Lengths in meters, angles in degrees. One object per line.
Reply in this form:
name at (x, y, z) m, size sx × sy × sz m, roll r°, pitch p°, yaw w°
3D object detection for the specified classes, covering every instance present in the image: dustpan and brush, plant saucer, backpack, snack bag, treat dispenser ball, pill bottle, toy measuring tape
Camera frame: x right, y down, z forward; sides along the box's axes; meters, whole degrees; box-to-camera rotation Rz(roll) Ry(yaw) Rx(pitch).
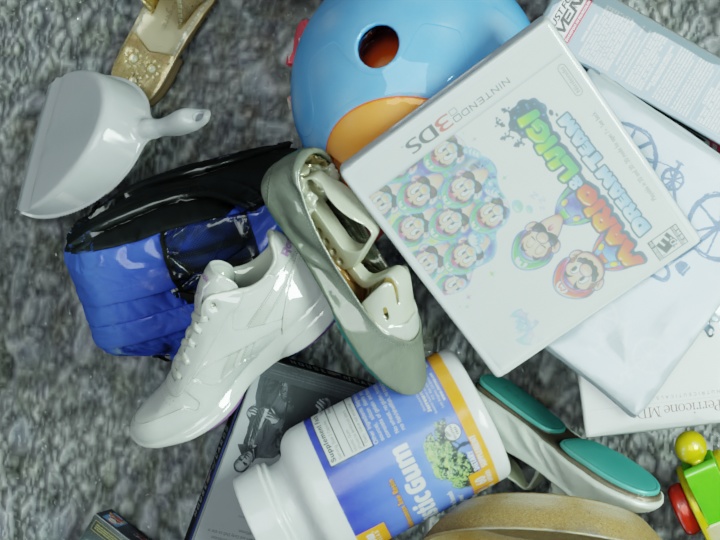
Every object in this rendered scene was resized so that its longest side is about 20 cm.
dustpan and brush at (-0.206, -0.118, 1.238) m, size 0.199 × 0.057 × 0.141 m, roll -14°, pitch 59°, yaw 46°
plant saucer at (0.145, 0.205, 1.116) m, size 0.198 × 0.201 × 0.036 m, roll 1°, pitch 67°, yaw 13°
backpack at (-0.137, 0.002, 1.203) m, size 0.197 × 0.163 × 0.170 m, roll -11°, pitch 104°, yaw 10°
snack bag at (0.192, -0.017, 1.080) m, size 0.188 × 0.021 × 0.201 m, roll 36°, pitch 99°, yaw 14°
treat dispenser ball at (0.045, -0.139, 1.122) m, size 0.198 × 0.201 × 0.204 m, roll -1°, pitch 86°, yaw 13°
pill bottle at (0.006, 0.153, 1.124) m, size 0.198 × 0.112 × 0.113 m, roll -28°, pitch 81°, yaw -2°
toy measuring tape at (0.296, 0.210, 1.152) m, size 0.073 × 0.074 × 0.201 m, roll -26°, pitch 104°, yaw 10°

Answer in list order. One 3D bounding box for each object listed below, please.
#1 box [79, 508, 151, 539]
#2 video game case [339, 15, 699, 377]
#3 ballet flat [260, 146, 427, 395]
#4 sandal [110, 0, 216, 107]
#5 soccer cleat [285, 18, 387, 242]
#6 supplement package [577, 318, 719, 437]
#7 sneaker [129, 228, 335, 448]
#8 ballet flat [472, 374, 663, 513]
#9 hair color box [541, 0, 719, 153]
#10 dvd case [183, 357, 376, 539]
box at (-0.183, 0.323, 1.257) m, size 0.199 × 0.038 × 0.137 m, roll 34°, pitch 95°, yaw 13°
video game case at (0.114, -0.048, 1.037) m, size 0.181 × 0.024 × 0.201 m, roll -35°, pitch 107°, yaw 13°
ballet flat at (0.000, 0.000, 1.059) m, size 0.063 × 0.067 × 0.201 m, roll -32°, pitch 93°, yaw 39°
sandal at (-0.170, -0.248, 1.272) m, size 0.077 × 0.070 × 0.214 m, roll 22°, pitch 92°, yaw 13°
soccer cleat at (-0.011, -0.120, 1.239) m, size 0.076 × 0.067 × 0.202 m, roll -10°, pitch 77°, yaw -20°
supplement package at (0.223, 0.023, 1.140) m, size 0.115 × 0.117 × 0.203 m, roll -8°, pitch 85°, yaw 12°
sneaker at (-0.109, 0.050, 1.100) m, size 0.200 × 0.075 × 0.100 m, roll -42°, pitch 113°, yaw 3°
ballet flat at (0.156, 0.154, 1.154) m, size 0.199 × 0.069 × 0.070 m, roll 33°, pitch 95°, yaw 41°
hair color box at (0.239, -0.154, 1.156) m, size 0.199 × 0.099 × 0.061 m, roll 33°, pitch 95°, yaw 13°
dvd case at (-0.052, 0.178, 1.190) m, size 0.149 × 0.025 × 0.202 m, roll 17°, pitch 101°, yaw -21°
